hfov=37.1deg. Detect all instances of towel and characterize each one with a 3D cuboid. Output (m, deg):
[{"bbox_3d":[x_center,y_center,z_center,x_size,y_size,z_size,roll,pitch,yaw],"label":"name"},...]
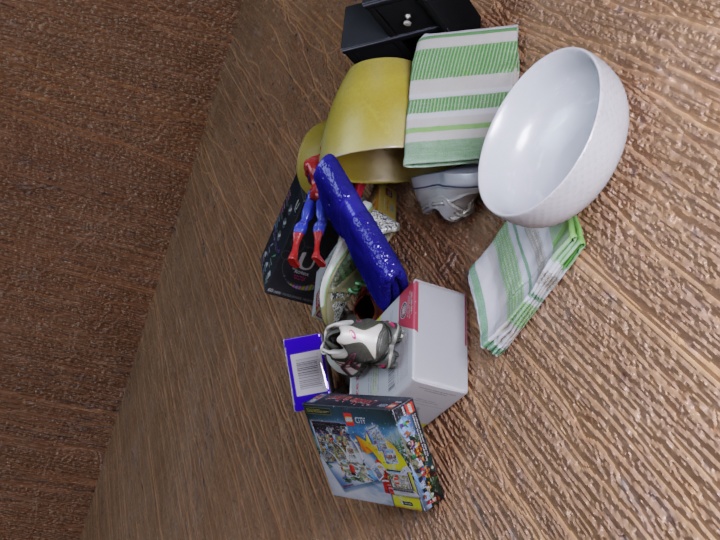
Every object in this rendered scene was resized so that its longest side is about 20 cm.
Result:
[{"bbox_3d":[0.136,-0.229,1.409,0.023,0.150,0.203,56,-145,-62],"label":"towel"},{"bbox_3d":[-0.002,-0.045,1.450,0.201,0.049,0.148,59,176,21],"label":"towel"},{"bbox_3d":[0.188,-0.016,1.264,0.151,0.030,0.201,-99,30,-45],"label":"towel"}]

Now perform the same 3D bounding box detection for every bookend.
[{"bbox_3d":[0.043,-0.355,1.518,0.196,0.200,0.094,-7,65,28],"label":"bookend"}]

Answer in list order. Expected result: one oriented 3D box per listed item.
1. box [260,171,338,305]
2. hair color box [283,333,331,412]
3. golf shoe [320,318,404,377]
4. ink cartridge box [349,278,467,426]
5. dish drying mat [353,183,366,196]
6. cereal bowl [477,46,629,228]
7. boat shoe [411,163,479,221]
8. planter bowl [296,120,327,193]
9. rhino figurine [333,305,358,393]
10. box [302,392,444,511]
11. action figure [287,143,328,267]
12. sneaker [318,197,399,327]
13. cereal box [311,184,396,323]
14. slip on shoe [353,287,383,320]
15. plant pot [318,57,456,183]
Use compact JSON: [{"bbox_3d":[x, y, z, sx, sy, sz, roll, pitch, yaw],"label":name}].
[{"bbox_3d":[-0.086,-0.053,1.883,0.107,0.120,0.202,-105,34,-54],"label":"box"},{"bbox_3d":[-0.078,0.157,1.672,0.200,0.064,0.111,69,-168,-85],"label":"hair color box"},{"bbox_3d":[-0.016,0.093,1.417,0.200,0.087,0.079,154,127,-66],"label":"golf shoe"},{"bbox_3d":[0.061,0.128,1.429,0.200,0.082,0.147,132,147,-52],"label":"ink cartridge box"},{"bbox_3d":[0.005,-0.155,1.685,0.077,0.018,0.202,-85,14,-65],"label":"dish drying mat"},{"bbox_3d":[0.219,-0.134,1.162,0.200,0.082,0.202,-43,35,40],"label":"cereal bowl"},{"bbox_3d":[0.129,-0.102,1.443,0.199,0.070,0.071,1,105,66],"label":"boat shoe"},{"bbox_3d":[-0.051,-0.177,1.749,0.200,0.082,0.204,13,-90,-73],"label":"planter bowl"},{"bbox_3d":[-0.011,0.119,1.663,0.201,0.059,0.088,-102,28,-52],"label":"rhino figurine"},{"bbox_3d":[0.013,0.231,1.391,0.199,0.037,0.139,-5,105,53],"label":"box"},{"bbox_3d":[-0.057,-0.090,1.594,0.099,0.064,0.203,55,-141,-60],"label":"action figure"},{"bbox_3d":[0.000,0.000,1.572,0.203,0.088,0.077,-71,-15,11],"label":"sneaker"},{"bbox_3d":[-0.010,-0.027,1.700,0.201,0.039,0.145,-54,16,25],"label":"cereal box"},{"bbox_3d":[0.019,0.048,1.627,0.201,0.060,0.075,-104,32,-55],"label":"slip on shoe"},{"bbox_3d":[0.037,-0.216,1.514,0.200,0.197,0.145,159,110,-66],"label":"plant pot"}]
